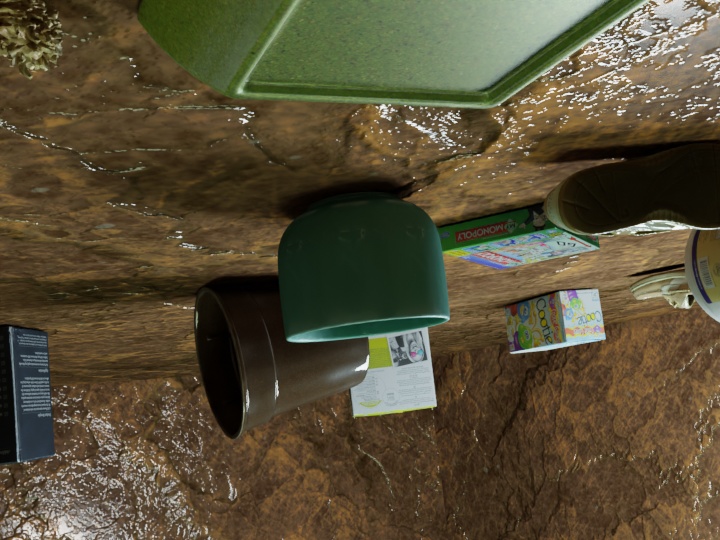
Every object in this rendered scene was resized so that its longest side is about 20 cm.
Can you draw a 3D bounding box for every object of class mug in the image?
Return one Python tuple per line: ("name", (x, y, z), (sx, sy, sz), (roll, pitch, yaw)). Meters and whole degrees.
("mug", (-0.007, -0.001, 0.779), (0.150, 0.117, 0.184), (-2, 171, -28))

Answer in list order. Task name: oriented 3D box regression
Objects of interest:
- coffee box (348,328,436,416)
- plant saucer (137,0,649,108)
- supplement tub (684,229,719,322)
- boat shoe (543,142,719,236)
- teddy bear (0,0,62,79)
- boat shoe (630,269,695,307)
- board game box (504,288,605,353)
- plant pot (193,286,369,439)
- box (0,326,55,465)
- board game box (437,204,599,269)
("coffee box", (0.065, 0.241, 2.039), (0.196, 0.202, 0.200), (-6, 171, -2))
("plant saucer", (0.027, -0.113, 0.331), (0.196, 0.049, 0.200), (-3, 170, -24))
("supplement tub", (0.468, -0.020, 0.918), (0.143, 0.148, 0.200), (-3, 170, -21))
("boat shoe", (0.251, -0.068, 0.733), (0.196, 0.075, 0.066), (-3, -177, -13))
("teddy bear", (-0.188, -0.080, 0.309), (0.198, 0.068, 0.144), (-14, 171, 38))
("boat shoe", (0.582, 0.034, 1.532), (0.073, 0.068, 0.198), (2, 167, -44))
("board game box", (0.402, 0.108, 1.781), (0.103, 0.105, 0.199), (-2, 170, -25))
("plant pot", (-0.105, 0.104, 1.163), (0.195, 0.204, 0.200), (-12, 174, -26))
("box", (-0.587, 0.198, 1.296), (0.196, 0.200, 0.124), (-7, 171, 5))
("board game box", (0.187, -0.036, 0.980), (0.133, 0.030, 0.199), (-13, 169, 27))
